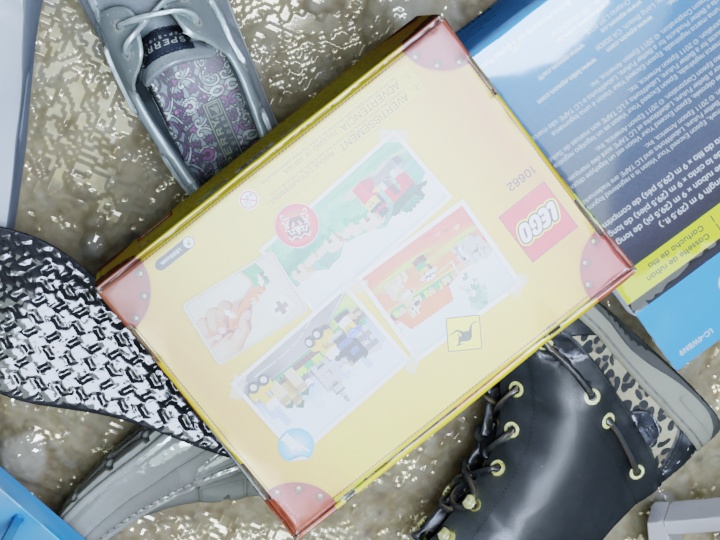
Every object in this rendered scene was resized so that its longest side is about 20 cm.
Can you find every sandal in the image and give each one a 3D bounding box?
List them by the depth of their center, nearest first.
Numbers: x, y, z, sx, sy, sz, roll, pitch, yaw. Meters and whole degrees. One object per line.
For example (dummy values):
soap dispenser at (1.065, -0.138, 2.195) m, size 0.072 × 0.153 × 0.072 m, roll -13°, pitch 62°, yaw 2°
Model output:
sandal at (-0.126, 0.040, 0.936) m, size 0.200 × 0.045 × 0.075 m, roll 24°, pitch 86°, yaw -12°

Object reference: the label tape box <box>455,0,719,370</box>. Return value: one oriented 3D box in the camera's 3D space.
label tape box at (0.154, -0.073, 0.966) m, size 0.143 × 0.066 × 0.200 m, roll -37°, pitch 107°, yaw 5°

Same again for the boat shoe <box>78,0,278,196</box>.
boat shoe at (-0.087, -0.108, 0.926) m, size 0.070 × 0.072 × 0.201 m, roll -27°, pitch 106°, yaw 1°

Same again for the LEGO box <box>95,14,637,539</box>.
LEGO box at (0.000, 0.000, 0.886) m, size 0.200 × 0.077 × 0.149 m, roll -38°, pitch 100°, yaw -1°

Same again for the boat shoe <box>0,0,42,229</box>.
boat shoe at (-0.201, -0.106, 0.919) m, size 0.086 × 0.075 × 0.202 m, roll 8°, pitch 113°, yaw -6°

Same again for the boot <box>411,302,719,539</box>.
boot at (0.071, 0.076, 0.980) m, size 0.203 × 0.073 × 0.154 m, roll 39°, pitch 87°, yaw -18°

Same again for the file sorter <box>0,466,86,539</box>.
file sorter at (-0.221, 0.179, 0.937) m, size 0.200 × 0.123 × 0.139 m, roll 43°, pitch 123°, yaw -15°

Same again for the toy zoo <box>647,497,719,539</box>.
toy zoo at (0.237, 0.174, 1.018) m, size 0.200 × 0.020 × 0.131 m, roll -9°, pitch 119°, yaw 26°

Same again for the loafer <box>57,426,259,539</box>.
loafer at (-0.067, 0.091, 0.981) m, size 0.200 × 0.070 × 0.070 m, roll -35°, pitch 97°, yaw 3°
